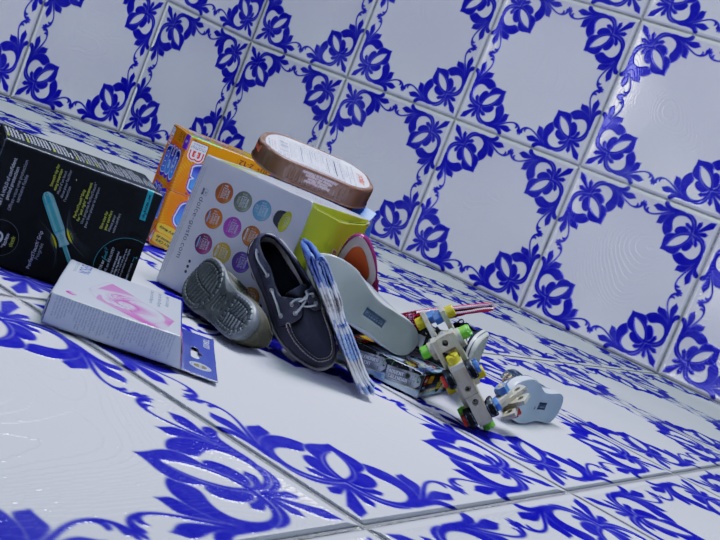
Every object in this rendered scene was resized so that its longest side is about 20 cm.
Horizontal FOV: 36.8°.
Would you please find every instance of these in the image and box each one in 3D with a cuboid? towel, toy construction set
[{"bbox_3d":[-0.031,0.059,1.424,0.024,0.201,0.147,-22,12,-5],"label":"towel"},{"bbox_3d":[0.096,0.075,1.666,0.144,0.023,0.200,-6,-6,-28],"label":"towel"},{"bbox_3d":[0.150,0.145,1.499,0.200,0.092,0.131,47,7,-10],"label":"toy construction set"}]

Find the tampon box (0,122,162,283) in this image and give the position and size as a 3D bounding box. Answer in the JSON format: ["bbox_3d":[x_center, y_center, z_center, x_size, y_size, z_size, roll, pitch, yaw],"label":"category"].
[{"bbox_3d":[-0.372,-0.072,1.344,0.199,0.151,0.126,20,7,-25],"label":"tampon box"}]

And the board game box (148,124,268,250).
[{"bbox_3d":[-0.266,-0.127,1.957,0.199,0.201,0.200,20,7,-21],"label":"board game box"}]

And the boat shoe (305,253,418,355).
[{"bbox_3d":[-0.005,0.050,1.544,0.201,0.070,0.071,41,-9,-15],"label":"boat shoe"}]

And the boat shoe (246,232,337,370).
[{"bbox_3d":[-0.090,0.039,1.424,0.201,0.072,0.063,61,-18,12],"label":"boat shoe"}]

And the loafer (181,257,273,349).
[{"bbox_3d":[-0.177,0.051,1.441,0.070,0.075,0.200,46,-1,-39],"label":"loafer"}]

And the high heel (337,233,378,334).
[{"bbox_3d":[0.000,0.000,1.618,0.067,0.201,0.096,16,46,7],"label":"high heel"}]

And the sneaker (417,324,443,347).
[{"bbox_3d":[0.066,0.101,1.820,0.199,0.067,0.090,16,11,-32],"label":"sneaker"}]

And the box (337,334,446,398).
[{"bbox_3d":[0.062,0.138,1.616,0.136,0.040,0.200,24,6,19],"label":"box"}]

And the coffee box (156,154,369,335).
[{"bbox_3d":[-0.138,-0.031,1.599,0.197,0.201,0.200,25,5,24],"label":"coffee box"}]

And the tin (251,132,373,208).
[{"bbox_3d":[-0.072,-0.156,1.674,0.199,0.042,0.112,21,27,-18],"label":"tin"}]

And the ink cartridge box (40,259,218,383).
[{"bbox_3d":[-0.251,0.053,1.229,0.199,0.044,0.196,20,6,-13],"label":"ink cartridge box"}]

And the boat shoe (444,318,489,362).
[{"bbox_3d":[0.158,0.115,1.653,0.062,0.075,0.200,23,2,3],"label":"boat shoe"}]

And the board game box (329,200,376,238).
[{"bbox_3d":[-0.062,-0.059,1.778,0.152,0.045,0.201,33,-34,14],"label":"board game box"}]

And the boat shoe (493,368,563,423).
[{"bbox_3d":[0.240,0.192,1.691,0.091,0.071,0.200,25,0,32],"label":"boat shoe"}]
